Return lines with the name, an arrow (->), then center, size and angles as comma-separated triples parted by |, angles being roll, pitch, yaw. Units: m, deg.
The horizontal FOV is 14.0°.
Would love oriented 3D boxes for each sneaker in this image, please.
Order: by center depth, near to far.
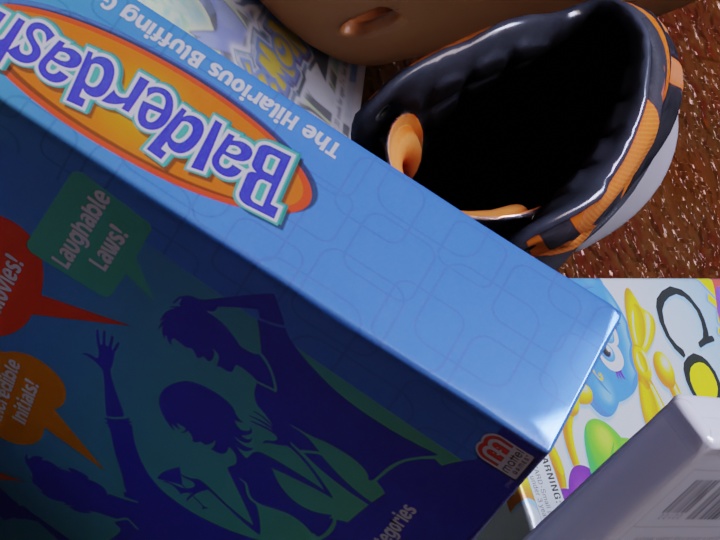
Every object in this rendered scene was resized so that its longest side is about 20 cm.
sneaker -> 0.000, 0.000, 0.741 | 0.078, 0.200, 0.112 | 42, -1, 8

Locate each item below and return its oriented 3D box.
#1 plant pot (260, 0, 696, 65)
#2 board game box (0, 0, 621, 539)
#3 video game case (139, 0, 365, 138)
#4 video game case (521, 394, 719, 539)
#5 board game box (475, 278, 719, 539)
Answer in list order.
plant pot -> 0.029, -0.157, 0.956 | 0.200, 0.140, 0.201 | 40, 36, -38
board game box -> -0.065, 0.007, 0.627 | 0.200, 0.152, 0.045 | 33, 51, -1
video game case -> -0.062, -0.093, 0.920 | 0.182, 0.022, 0.200 | 44, 35, -31
video game case -> 0.051, 0.106, 0.772 | 0.143, 0.200, 0.018 | 8, 41, -57
board game box -> 0.052, 0.068, 0.896 | 0.200, 0.105, 0.103 | 0, 68, -58
